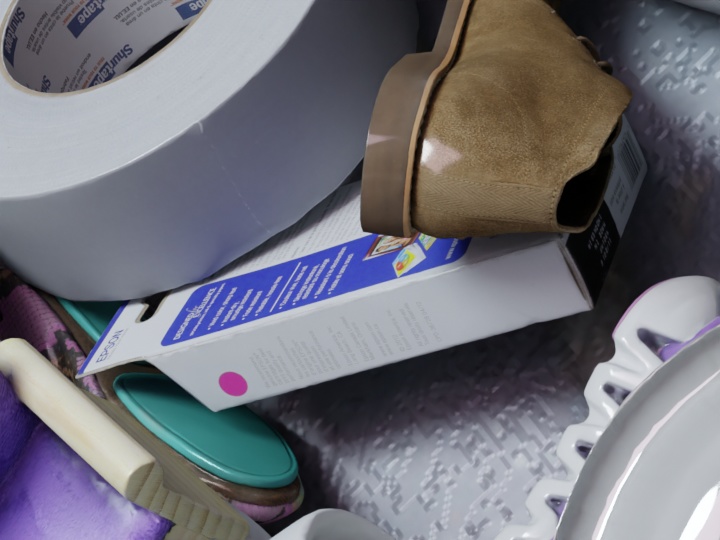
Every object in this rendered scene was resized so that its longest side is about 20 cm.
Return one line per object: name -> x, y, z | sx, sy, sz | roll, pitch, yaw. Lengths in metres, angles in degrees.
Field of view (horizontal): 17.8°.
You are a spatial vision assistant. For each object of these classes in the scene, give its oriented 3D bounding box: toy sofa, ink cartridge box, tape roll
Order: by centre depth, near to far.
toy sofa -> -0.137, 0.124, 0.718 | 0.083, 0.098, 0.200 | 37, 92, 40
ink cartridge box -> 0.000, 0.000, 0.824 | 0.200, 0.037, 0.095 | -14, 27, 28
tape roll -> -0.079, -0.086, 0.892 | 0.200, 0.066, 0.201 | -19, 45, 19

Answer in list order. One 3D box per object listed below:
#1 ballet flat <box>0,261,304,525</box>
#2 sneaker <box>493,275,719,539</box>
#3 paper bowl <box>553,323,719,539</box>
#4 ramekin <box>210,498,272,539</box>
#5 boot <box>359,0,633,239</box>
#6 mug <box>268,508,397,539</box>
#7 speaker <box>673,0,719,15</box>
ballet flat -> -0.089, 0.058, 0.877 | 0.200, 0.069, 0.071 | 41, 113, 43
sneaker -> 0.089, 0.104, 0.722 | 0.088, 0.080, 0.200 | 29, 88, 29
paper bowl -> 0.148, 0.100, 0.620 | 0.200, 0.104, 0.201 | -3, 76, 12
ramekin -> -0.072, 0.177, 0.779 | 0.200, 0.105, 0.201 | -15, 61, 29
boot -> 0.056, -0.058, 0.783 | 0.075, 0.200, 0.074 | 9, 117, 9
mug -> -0.031, 0.191, 0.597 | 0.175, 0.148, 0.200 | -34, 64, 13
speaker -> 0.070, -0.146, 0.795 | 0.200, 0.081, 0.081 | 19, 80, 16
